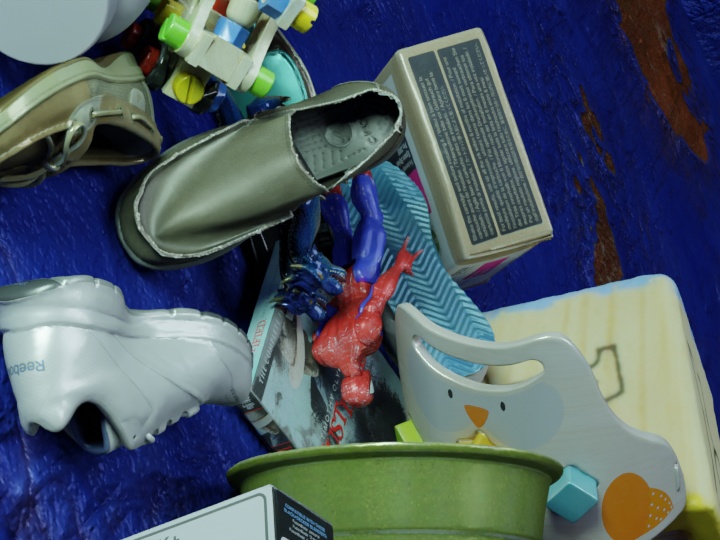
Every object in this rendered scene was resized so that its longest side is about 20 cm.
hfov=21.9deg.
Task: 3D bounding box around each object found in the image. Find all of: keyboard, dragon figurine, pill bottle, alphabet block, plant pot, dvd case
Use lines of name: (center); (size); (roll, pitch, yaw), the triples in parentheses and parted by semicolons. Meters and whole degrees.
keyboard: (-0.028, -0.004, 1.347); (0.200, 0.021, 0.127); (-13, 81, -67)
dragon figurine: (-0.070, -0.061, 1.198); (0.200, 0.059, 0.099); (49, 38, -8)
pill bottle: (-0.161, -0.200, 1.085); (0.112, 0.112, 0.200); (59, 23, -24)
alphabet block: (0.170, 0.150, 1.392); (0.195, 0.196, 0.200); (59, 21, -49)
plant pot: (0.020, 0.210, 1.078); (0.200, 0.200, 0.190); (28, 58, -59)
dvd case: (-0.016, 0.095, 1.255); (0.200, 0.022, 0.146); (55, 33, -32)

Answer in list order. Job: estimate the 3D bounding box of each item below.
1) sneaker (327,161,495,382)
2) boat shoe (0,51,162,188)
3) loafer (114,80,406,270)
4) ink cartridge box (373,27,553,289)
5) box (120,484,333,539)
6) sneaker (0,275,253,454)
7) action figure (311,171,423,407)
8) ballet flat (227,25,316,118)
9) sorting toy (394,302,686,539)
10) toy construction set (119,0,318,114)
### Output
sneaker: (0.027, 0.009, 1.349); (0.081, 0.076, 0.200); (102, -33, -59)
boat shoe: (-0.162, -0.076, 1.030); (0.063, 0.073, 0.201); (62, 15, -4)
loafer: (-0.057, -0.066, 1.125); (0.075, 0.200, 0.070); (60, -17, -1)
ink cartridge box: (0.063, -0.075, 1.423); (0.200, 0.075, 0.165); (136, -63, -74)
box: (-0.070, 0.219, 0.916); (0.060, 0.117, 0.200); (41, 36, -45)
sneaker: (-0.128, 0.060, 1.009); (0.200, 0.074, 0.087); (17, 67, -55)
action figure: (0.000, 0.000, 1.240); (0.052, 0.065, 0.200); (30, 50, -36)
ballet flat: (-0.074, -0.150, 1.310); (0.062, 0.067, 0.200); (-16, 83, -79)
sorting toy: (0.091, 0.098, 1.205); (0.107, 0.200, 0.180); (-51, 139, -38)
toy construction set: (-0.082, -0.164, 1.142); (0.092, 0.131, 0.200); (31, 10, -9)
